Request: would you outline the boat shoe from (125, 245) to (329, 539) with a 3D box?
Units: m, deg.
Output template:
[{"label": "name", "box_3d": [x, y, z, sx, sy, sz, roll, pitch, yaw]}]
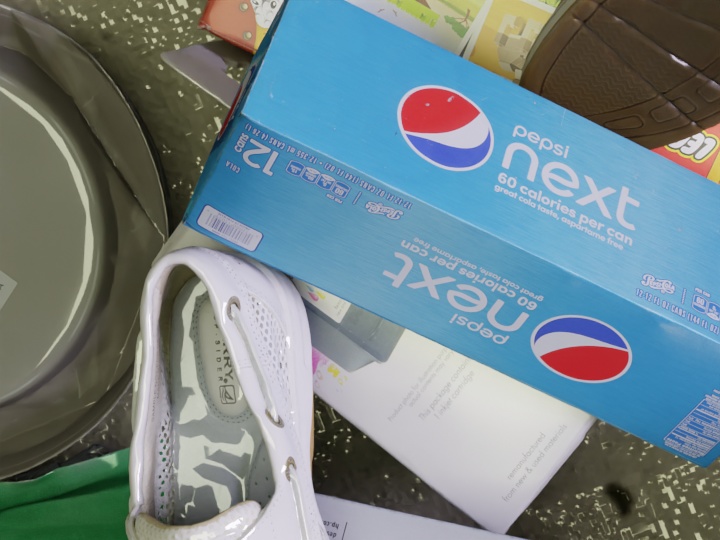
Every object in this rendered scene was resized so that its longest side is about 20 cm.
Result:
[{"label": "boat shoe", "box_3d": [-0.047, 0.090, 0.659, 0.071, 0.069, 0.201, -14, 79, 18]}]

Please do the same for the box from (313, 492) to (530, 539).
[{"label": "box", "box_3d": [0.009, 0.183, 0.674, 0.155, 0.041, 0.201, 10, 80, 27]}]

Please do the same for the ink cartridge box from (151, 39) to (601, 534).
[{"label": "ink cartridge box", "box_3d": [0.000, 0.000, 0.756, 0.200, 0.117, 0.067, 39, 105, 4]}]

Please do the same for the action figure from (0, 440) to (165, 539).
[{"label": "action figure", "box_3d": [-0.113, 0.114, 0.817, 0.199, 0.055, 0.119, -8, 106, 19]}]

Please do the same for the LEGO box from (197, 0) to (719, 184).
[{"label": "LEGO box", "box_3d": [0.063, -0.116, 0.753, 0.199, 0.077, 0.149, 25, 99, 5]}]

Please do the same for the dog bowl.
[{"label": "dog bowl", "box_3d": [-0.166, -0.016, 0.811, 0.199, 0.059, 0.201, 1, 98, 9]}]

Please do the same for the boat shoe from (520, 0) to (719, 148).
[{"label": "boat shoe", "box_3d": [0.128, -0.115, 0.656, 0.074, 0.067, 0.200, 33, 127, -21]}]

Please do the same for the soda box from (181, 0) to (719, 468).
[{"label": "soda box", "box_3d": [0.049, -0.014, 0.671, 0.199, 0.068, 0.064, 26, 140, -8]}]
